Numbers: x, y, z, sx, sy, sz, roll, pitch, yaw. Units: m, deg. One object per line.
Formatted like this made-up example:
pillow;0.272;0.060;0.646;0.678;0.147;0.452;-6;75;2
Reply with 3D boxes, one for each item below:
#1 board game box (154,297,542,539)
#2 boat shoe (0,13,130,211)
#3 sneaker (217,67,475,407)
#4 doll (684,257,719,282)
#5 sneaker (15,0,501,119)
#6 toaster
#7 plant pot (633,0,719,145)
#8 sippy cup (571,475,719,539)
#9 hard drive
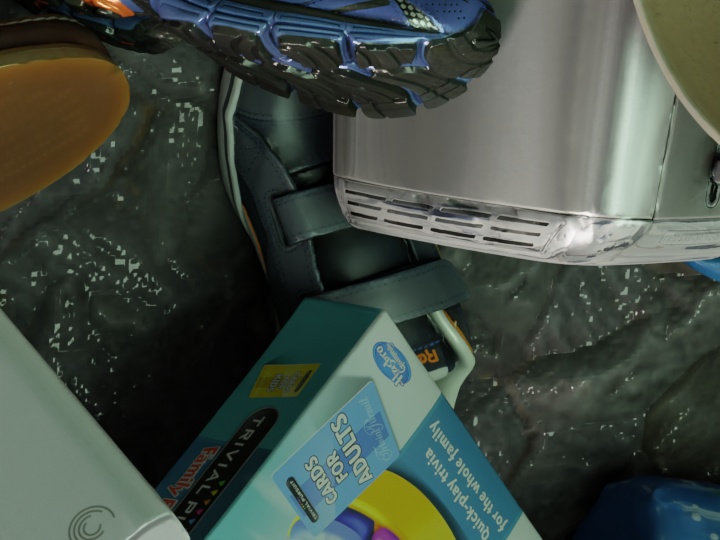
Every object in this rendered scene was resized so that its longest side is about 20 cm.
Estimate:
board game box;-0.025;0.135;0.976;0.200;0.047;0.151;-52;125;-25
boat shoe;-0.180;-0.043;0.939;0.199;0.070;0.071;-23;141;-11
sneaker;0.000;0.000;1.050;0.078;0.079;0.201;-18;114;-19
doll;0.163;-0.059;1.102;0.199;0.048;0.137;-23;86;6
sneaker;-0.041;-0.108;0.933;0.075;0.199;0.079;32;78;-64
toaster;0.063;-0.074;0.970;0.113;0.200;0.130;-2;99;-45
plant pot;0.196;-0.118;0.833;0.134;0.200;0.201;0;110;-45
sippy cup;0.156;0.148;1.161;0.130;0.140;0.179;17;77;-20
hard drive;-0.164;0.064;0.922;0.132;0.200;0.027;-38;144;-9
